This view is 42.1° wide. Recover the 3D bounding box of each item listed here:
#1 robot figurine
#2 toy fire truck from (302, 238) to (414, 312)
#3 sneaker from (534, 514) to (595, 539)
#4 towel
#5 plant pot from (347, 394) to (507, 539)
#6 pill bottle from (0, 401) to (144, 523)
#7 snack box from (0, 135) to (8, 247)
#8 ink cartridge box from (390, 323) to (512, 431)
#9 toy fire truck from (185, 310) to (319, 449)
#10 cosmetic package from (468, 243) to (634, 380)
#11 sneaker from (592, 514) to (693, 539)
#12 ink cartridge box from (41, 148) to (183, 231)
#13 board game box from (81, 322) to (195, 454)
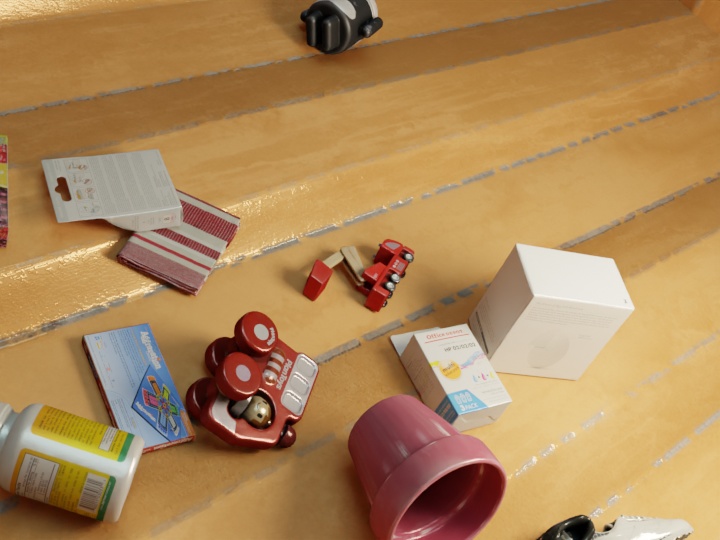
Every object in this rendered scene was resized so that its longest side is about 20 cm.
[{"bbox_3d":[-0.044,-0.553,2.076,0.151,0.125,0.200,48,44,-3],"label":"robot figurine"},{"bbox_3d":[0.000,0.000,1.629,0.140,0.049,0.200,31,43,4],"label":"toy fire truck"},{"bbox_3d":[0.263,0.411,1.346,0.199,0.088,0.076,-27,65,-41],"label":"sneaker"},{"bbox_3d":[-0.296,-0.052,1.552,0.143,0.023,0.201,25,42,0],"label":"towel"},{"bbox_3d":[0.078,0.281,1.317,0.198,0.202,0.179,-7,37,-31],"label":"plant pot"},{"bbox_3d":[-0.382,0.234,1.173,0.198,0.113,0.114,20,44,-8],"label":"pill bottle"},{"bbox_3d":[-0.617,-0.129,1.439,0.141,0.053,0.201,1,49,-24],"label":"snack box"},{"bbox_3d":[0.145,0.160,1.537,0.114,0.068,0.201,-8,53,-32],"label":"ink cartridge box"},{"bbox_3d":[-0.148,0.172,1.364,0.167,0.112,0.201,37,42,-17],"label":"toy fire truck"},{"bbox_3d":[0.323,0.074,1.611,0.197,0.201,0.124,8,46,-20],"label":"cosmetic package"},{"bbox_3d":[0.432,0.411,1.447,0.198,0.077,0.081,-6,43,-33],"label":"sneaker"},{"bbox_3d":[-0.409,-0.128,1.543,0.198,0.057,0.163,-12,48,-20],"label":"ink cartridge box"},{"bbox_3d":[-0.318,0.167,1.335,0.102,0.020,0.201,-10,55,-32],"label":"board game box"}]
